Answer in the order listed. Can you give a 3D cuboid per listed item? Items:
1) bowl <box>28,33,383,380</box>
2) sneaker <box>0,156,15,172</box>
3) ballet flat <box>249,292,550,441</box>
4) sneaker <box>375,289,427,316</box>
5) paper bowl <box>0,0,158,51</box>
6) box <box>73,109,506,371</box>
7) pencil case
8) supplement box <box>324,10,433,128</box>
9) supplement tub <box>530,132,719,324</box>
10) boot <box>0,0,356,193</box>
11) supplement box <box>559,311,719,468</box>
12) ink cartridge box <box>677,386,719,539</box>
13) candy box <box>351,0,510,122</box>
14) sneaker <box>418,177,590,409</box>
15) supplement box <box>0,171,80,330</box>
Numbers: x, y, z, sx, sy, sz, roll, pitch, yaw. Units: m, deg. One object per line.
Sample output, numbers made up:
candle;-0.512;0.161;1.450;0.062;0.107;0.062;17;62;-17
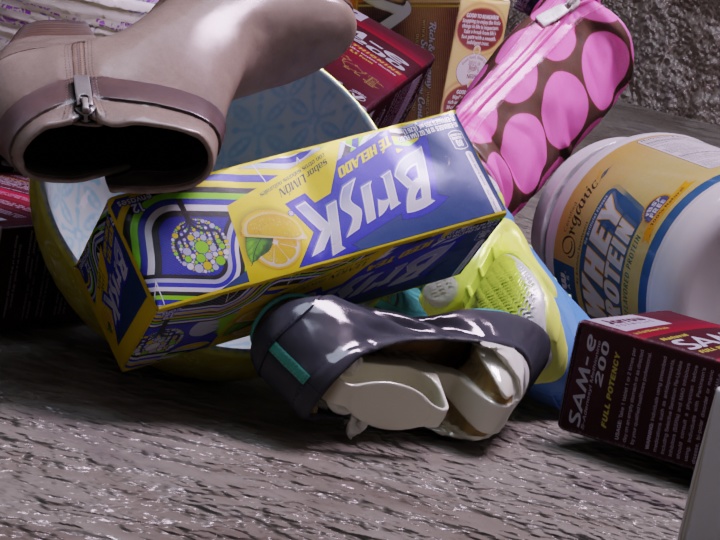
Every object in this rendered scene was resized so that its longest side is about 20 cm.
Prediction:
bowl;-0.086;-0.019;1.394;0.199;0.201;0.108;8;-33;-16
sneaker;-0.299;-0.066;1.596;0.145;0.077;0.202;16;9;15
ballet flat;0.032;0.055;1.312;0.199;0.073;0.073;9;8;-43
sneaker;0.000;0.000;1.550;0.077;0.080;0.200;16;10;33
paper bowl;-0.215;-0.136;1.586;0.200;0.105;0.201;15;8;-2
box;-0.033;-0.016;1.303;0.199;0.065;0.070;-16;-21;-29
pencil case;0.096;-0.099;1.682;0.090;0.094;0.200;29;49;12
supplement box;-0.033;-0.116;1.624;0.109;0.061;0.200;30;19;5
supplement tub;0.199;-0.004;1.608;0.144;0.145;0.200;7;9;-24
boot;-0.088;-0.085;1.290;0.199;0.071;0.146;-9;29;-8
supplement box;0.215;0.074;1.357;0.199;0.061;0.109;15;10;31
ink cartridge box;0.260;0.108;1.171;0.199;0.084;0.146;15;9;28
candy box;0.026;-0.095;1.785;0.115;0.201;0.055;19;13;42
sneaker;0.079;0.016;1.499;0.105;0.076;0.200;44;14;-32
supplement box;-0.193;-0.013;1.454;0.108;0.061;0.200;15;10;25
